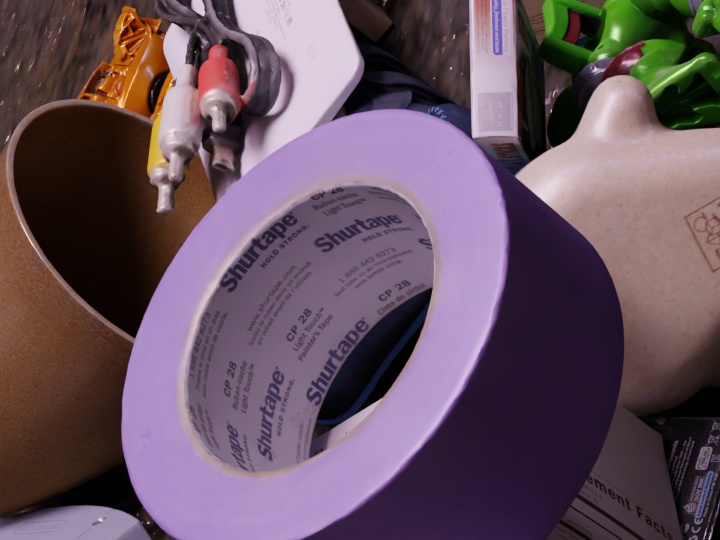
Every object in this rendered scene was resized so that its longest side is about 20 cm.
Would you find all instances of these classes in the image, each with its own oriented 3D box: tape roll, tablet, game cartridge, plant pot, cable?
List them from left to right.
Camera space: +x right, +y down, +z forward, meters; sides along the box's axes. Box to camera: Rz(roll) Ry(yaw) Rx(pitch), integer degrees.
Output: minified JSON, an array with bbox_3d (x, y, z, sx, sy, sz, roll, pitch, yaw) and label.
[{"bbox_3d":[-0.197,0.177,1.619,0.133,0.042,0.200,-33,14,-34],"label":"game cartridge"},{"bbox_3d":[-0.165,0.042,1.648,0.200,0.186,0.187,-48,35,32],"label":"plant pot"},{"bbox_3d":[-0.089,-0.127,1.636,0.097,0.050,0.201,-49,36,35],"label":"cable"},{"bbox_3d":[-0.058,-0.119,1.646,0.130,0.014,0.200,-53,33,24],"label":"tablet"},{"bbox_3d":[0.003,0.041,1.222,0.199,0.085,0.201,-26,45,29],"label":"tape roll"}]

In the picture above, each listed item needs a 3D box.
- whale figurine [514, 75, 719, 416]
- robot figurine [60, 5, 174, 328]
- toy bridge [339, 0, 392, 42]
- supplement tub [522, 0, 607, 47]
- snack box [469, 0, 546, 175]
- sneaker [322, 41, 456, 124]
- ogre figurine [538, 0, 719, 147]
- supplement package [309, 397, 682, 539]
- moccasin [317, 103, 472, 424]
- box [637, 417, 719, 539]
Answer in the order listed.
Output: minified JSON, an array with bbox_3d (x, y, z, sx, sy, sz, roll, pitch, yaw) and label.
[{"bbox_3d":[0.148,-0.018,1.366,0.199,0.160,0.104,-31,6,-2],"label":"whale figurine"},{"bbox_3d":[-0.143,-0.058,1.774,0.145,0.058,0.201,9,70,50],"label":"robot figurine"},{"bbox_3d":[-0.011,-0.157,1.694,0.200,0.067,0.027,-49,33,10],"label":"toy bridge"},{"bbox_3d":[0.077,-0.211,1.522,0.144,0.200,0.145,-28,44,32],"label":"supplement tub"},{"bbox_3d":[0.072,-0.086,1.435,0.024,0.200,0.072,-2,85,7],"label":"snack box"},{"bbox_3d":[0.006,-0.085,1.611,0.200,0.078,0.080,1,70,51],"label":"sneaker"},{"bbox_3d":[0.136,-0.087,1.441,0.120,0.098,0.201,-97,9,-49],"label":"ogre figurine"},{"bbox_3d":[0.064,0.149,1.256,0.121,0.120,0.201,-33,43,25],"label":"supplement package"},{"bbox_3d":[0.000,0.000,1.511,0.201,0.068,0.081,-62,25,27],"label":"moccasin"},{"bbox_3d":[0.086,0.164,1.356,0.193,0.047,0.201,-5,60,48],"label":"box"}]
